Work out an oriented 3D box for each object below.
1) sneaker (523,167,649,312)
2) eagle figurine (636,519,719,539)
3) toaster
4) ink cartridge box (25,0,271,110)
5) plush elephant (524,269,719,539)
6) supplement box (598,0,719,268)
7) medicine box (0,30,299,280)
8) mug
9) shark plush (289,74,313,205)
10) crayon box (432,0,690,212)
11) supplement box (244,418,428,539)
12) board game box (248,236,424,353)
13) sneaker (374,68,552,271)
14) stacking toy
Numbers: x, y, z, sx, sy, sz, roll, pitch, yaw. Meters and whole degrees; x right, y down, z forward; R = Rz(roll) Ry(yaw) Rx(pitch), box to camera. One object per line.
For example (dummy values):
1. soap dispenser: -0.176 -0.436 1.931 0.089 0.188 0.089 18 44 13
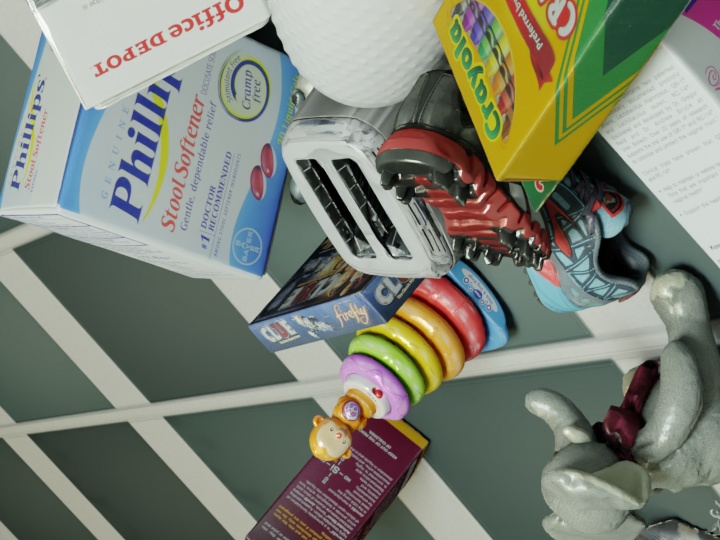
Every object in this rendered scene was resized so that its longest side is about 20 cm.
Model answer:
1. sneaker: 0.150 -0.055 1.196 0.095 0.080 0.200 -4 136 35
2. eagle figurine: 0.274 0.294 1.491 0.198 0.152 0.152 9 -167 0
3. toaster: 0.027 -0.088 1.212 0.113 0.130 0.201 3 136 40
4. ink cartridge box: -0.167 -0.232 1.109 0.201 0.146 0.083 65 177 -24
5. plush elephant: 0.192 0.130 1.223 0.165 0.153 0.201 96 160 -61
6. supplement box: 0.221 -0.097 0.994 0.200 0.101 0.103 46 152 -8
7. medicine box: -0.160 -0.105 1.303 0.199 0.184 0.102 19 169 -40
8. mug: 0.033 -0.186 1.079 0.198 0.149 0.176 14 151 4
9. shark plush: -0.005 -0.139 1.306 0.083 0.091 0.202 9 121 16
10. crayon box: 0.105 -0.140 0.944 0.200 0.050 0.128 -60 42 47
11. supplement box: -0.029 0.239 1.683 0.085 0.200 0.111 36 153 10
12. board game box: 0.000 0.000 1.379 0.035 0.136 0.200 48 151 -14
13. sneaker: 0.081 -0.067 1.101 0.070 0.099 0.200 3 160 32
14. stacking toy: 0.022 0.082 1.396 0.116 0.200 0.110 49 152 -13
